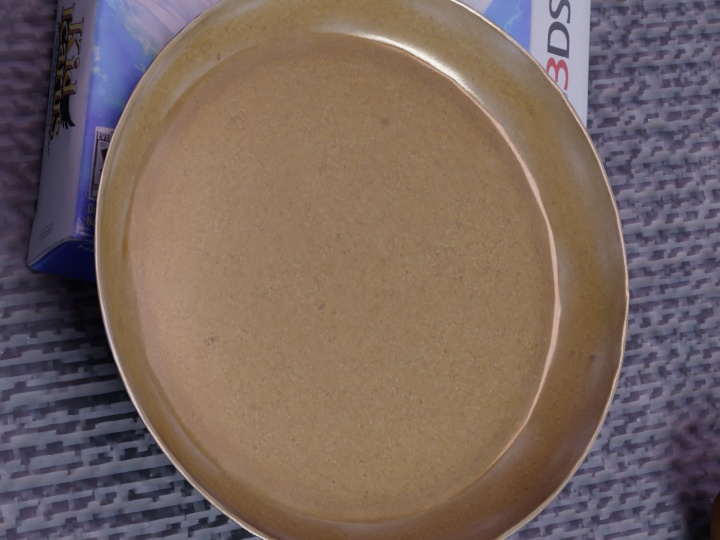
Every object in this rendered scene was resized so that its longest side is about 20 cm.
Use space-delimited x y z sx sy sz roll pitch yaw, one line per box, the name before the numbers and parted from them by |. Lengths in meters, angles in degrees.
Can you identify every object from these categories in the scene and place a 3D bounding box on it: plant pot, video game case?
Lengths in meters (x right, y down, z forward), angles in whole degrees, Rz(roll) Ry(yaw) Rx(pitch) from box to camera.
plant pot | 0.000 0.000 0.761 0.199 0.027 0.202 6 78 -27
video game case | -0.011 -0.073 0.815 0.199 0.045 0.183 12 70 -26

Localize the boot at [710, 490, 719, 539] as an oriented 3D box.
boot | 0.132 0.181 0.809 0.154 0.074 0.201 -19 83 -27
